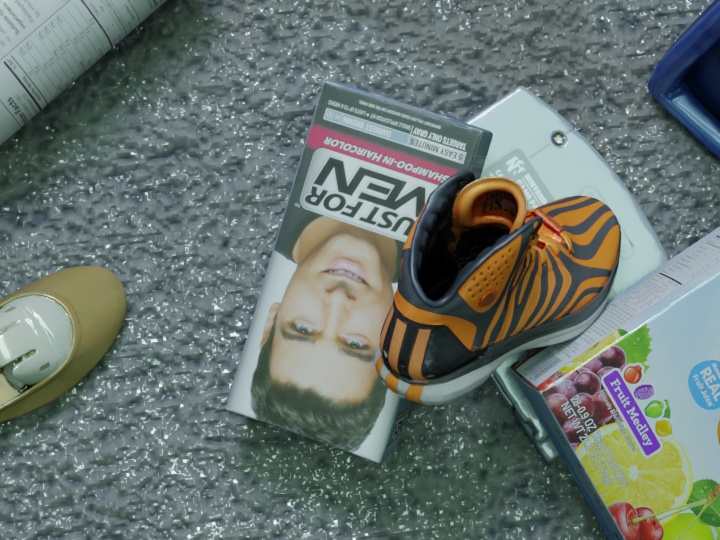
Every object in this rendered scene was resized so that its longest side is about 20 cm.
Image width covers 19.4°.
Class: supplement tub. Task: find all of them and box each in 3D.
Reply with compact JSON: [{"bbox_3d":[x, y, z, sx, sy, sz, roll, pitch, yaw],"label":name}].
[{"bbox_3d":[-0.200,-0.171,1.236,0.200,0.132,0.132,-41,87,-5],"label":"supplement tub"}]

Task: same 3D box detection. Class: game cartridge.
[{"bbox_3d":[0.112,-0.003,1.278,0.133,0.040,0.201,-33,86,-2],"label":"game cartridge"}]

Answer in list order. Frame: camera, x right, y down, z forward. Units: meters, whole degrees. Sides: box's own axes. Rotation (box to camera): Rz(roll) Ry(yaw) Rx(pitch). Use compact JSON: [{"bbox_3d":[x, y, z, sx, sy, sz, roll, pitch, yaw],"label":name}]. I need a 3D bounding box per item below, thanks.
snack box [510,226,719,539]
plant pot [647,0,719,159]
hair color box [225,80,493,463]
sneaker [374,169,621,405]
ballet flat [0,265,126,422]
[{"bbox_3d":[0.215,0.076,1.232,0.199,0.068,0.169,-34,107,-6],"label":"snack box"},{"bbox_3d":[0.313,-0.131,1.223,0.200,0.200,0.180,41,77,2],"label":"plant pot"},{"bbox_3d":[0.000,0.000,1.235,0.098,0.061,0.202,18,96,8],"label":"hair color box"},{"bbox_3d":[0.090,-0.012,1.169,0.077,0.113,0.200,32,45,23],"label":"sneaker"},{"bbox_3d":[-0.224,0.063,1.244,0.199,0.063,0.069,-34,87,-5],"label":"ballet flat"}]
